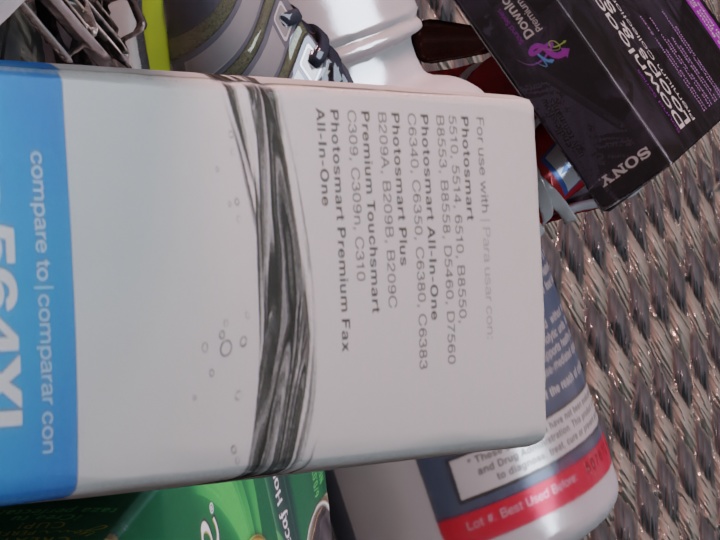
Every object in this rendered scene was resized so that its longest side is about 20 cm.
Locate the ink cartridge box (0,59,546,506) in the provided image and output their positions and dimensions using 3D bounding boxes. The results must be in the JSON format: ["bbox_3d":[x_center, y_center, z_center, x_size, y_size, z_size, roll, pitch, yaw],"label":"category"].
[{"bbox_3d":[-0.073,0.006,0.567,0.200,0.146,0.084,0,86,-51],"label":"ink cartridge box"}]

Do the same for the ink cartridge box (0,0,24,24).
[{"bbox_3d":[-0.116,-0.066,0.473,0.163,0.200,0.057,8,82,-54],"label":"ink cartridge box"}]

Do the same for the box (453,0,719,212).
[{"bbox_3d":[0.081,-0.104,0.989,0.143,0.036,0.200,54,22,0],"label":"box"}]

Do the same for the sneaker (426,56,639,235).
[{"bbox_3d":[0.047,-0.012,1.006,0.071,0.112,0.200,55,28,-40],"label":"sneaker"}]

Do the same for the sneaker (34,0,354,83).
[{"bbox_3d":[-0.043,-0.067,0.728,0.074,0.081,0.200,-134,-138,-54],"label":"sneaker"}]

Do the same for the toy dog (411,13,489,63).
[{"bbox_3d":[-0.011,-0.131,0.966,0.132,0.096,0.200,-48,120,-66],"label":"toy dog"}]

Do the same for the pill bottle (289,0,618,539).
[{"bbox_3d":[0.000,0.000,0.870,0.120,0.120,0.200,-37,110,-68],"label":"pill bottle"}]

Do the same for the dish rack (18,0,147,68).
[{"bbox_3d":[-0.122,-0.124,0.639,0.153,0.055,0.200,51,7,-44],"label":"dish rack"}]

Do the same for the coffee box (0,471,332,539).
[{"bbox_3d":[-0.052,0.097,0.733,0.200,0.044,0.123,-48,134,-69],"label":"coffee box"}]
